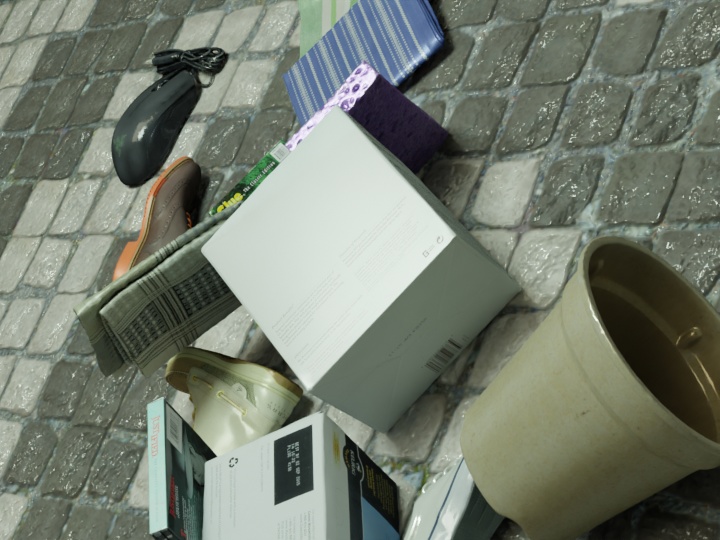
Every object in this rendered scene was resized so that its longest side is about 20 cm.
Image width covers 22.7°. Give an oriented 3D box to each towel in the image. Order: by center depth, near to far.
[{"bbox_3d":[-0.177,0.028,1.738,0.199,0.193,0.035,-34,71,-9],"label":"towel"},{"bbox_3d":[0.003,-0.231,1.973,0.200,0.024,0.146,-42,46,21],"label":"towel"},{"bbox_3d":[0.007,-0.313,2.054,0.199,0.023,0.154,-30,42,28],"label":"towel"}]

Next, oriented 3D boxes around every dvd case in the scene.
[{"bbox_3d":[-0.131,0.226,1.599,0.022,0.201,0.147,-21,44,13],"label":"dvd case"}]

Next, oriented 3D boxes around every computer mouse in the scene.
[{"bbox_3d":[-0.258,-0.201,2.224,0.138,0.053,0.202,4,63,48],"label":"computer mouse"}]

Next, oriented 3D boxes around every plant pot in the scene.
[{"bbox_3d":[0.181,0.108,1.385,0.183,0.199,0.202,-43,35,29],"label":"plant pot"}]

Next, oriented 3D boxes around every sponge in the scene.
[{"bbox_3d":[0.010,-0.127,1.753,0.112,0.200,0.030,-48,64,6],"label":"sponge"}]

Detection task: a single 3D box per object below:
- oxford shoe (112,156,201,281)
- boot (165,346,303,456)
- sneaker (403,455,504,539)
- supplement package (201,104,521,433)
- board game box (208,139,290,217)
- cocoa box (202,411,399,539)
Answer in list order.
[{"bbox_3d":[-0.213,-0.042,2.045,0.072,0.071,0.202,9,60,19],"label":"oxford shoe"},{"bbox_3d":[-0.155,0.163,1.790,0.199,0.072,0.156,8,69,50],"label":"boot"},{"bbox_3d":[0.083,0.190,1.502,0.071,0.073,0.201,20,76,49],"label":"sneaker"},{"bbox_3d":[0.000,0.000,1.650,0.191,0.147,0.200,-46,54,7],"label":"supplement package"},{"bbox_3d":[-0.098,-0.052,1.810,0.105,0.200,0.023,-43,73,-12],"label":"board game box"},{"bbox_3d":[-0.048,0.253,1.534,0.132,0.131,0.201,-24,44,22],"label":"cocoa box"}]
